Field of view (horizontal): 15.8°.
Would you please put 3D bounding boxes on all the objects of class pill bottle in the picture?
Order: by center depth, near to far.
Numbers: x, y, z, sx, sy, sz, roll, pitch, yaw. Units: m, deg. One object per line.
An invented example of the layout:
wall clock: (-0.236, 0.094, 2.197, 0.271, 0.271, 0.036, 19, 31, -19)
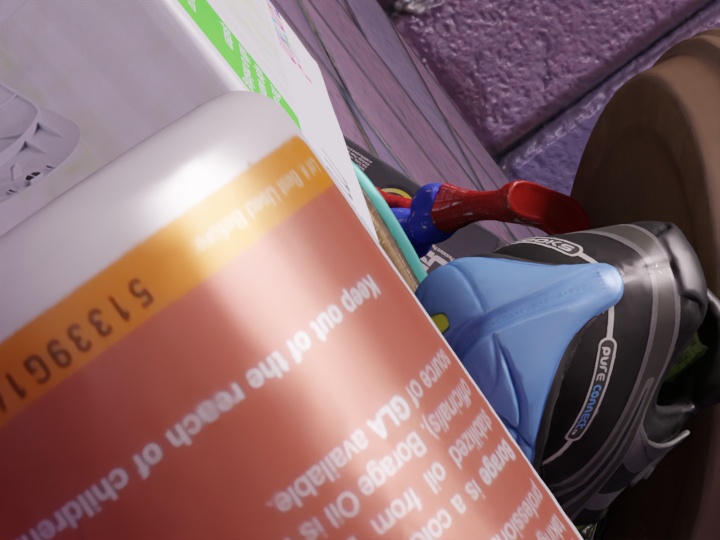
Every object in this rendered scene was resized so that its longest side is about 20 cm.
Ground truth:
pill bottle: (-0.006, 0.079, 0.452, 0.201, 0.112, 0.112, 55, 7, -2)

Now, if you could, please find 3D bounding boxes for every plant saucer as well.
plant saucer: (0.090, 0.028, 0.769, 0.200, 0.029, 0.202, -177, -90, -79)

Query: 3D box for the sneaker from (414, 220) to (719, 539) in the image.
sneaker: (0.060, 0.038, 0.682, 0.200, 0.082, 0.071, 80, -11, -71)

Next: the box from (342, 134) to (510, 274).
box: (0.022, 0.007, 1.014, 0.200, 0.049, 0.161, 35, -10, 40)

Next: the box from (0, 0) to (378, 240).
box: (-0.089, -0.063, 0.644, 0.177, 0.096, 0.200, 51, 7, -17)

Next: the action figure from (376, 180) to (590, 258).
action figure: (0.000, 0.000, 0.873, 0.052, 0.066, 0.200, 29, -13, -31)

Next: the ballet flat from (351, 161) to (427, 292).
ballet flat: (-0.001, 0.049, 0.787, 0.068, 0.072, 0.200, 33, -21, 38)
